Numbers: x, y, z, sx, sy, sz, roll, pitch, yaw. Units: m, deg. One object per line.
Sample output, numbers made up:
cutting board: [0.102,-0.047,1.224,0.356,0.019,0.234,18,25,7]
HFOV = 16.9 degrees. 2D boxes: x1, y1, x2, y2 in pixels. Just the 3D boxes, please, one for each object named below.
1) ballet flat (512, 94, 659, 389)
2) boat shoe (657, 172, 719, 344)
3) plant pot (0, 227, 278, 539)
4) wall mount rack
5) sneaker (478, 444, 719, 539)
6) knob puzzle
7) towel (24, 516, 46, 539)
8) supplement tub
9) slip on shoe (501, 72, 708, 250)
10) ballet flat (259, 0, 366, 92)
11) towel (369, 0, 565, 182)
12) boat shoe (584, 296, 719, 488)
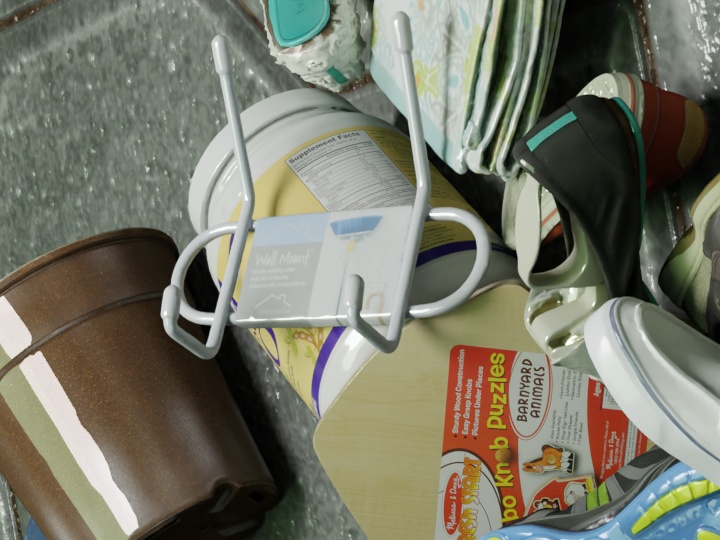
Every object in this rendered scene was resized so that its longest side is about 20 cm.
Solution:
ballet flat: [0.111,0.002,1.181,0.068,0.068,0.200,-125,15,-53]
boat shoe: [0.192,-0.013,1.127,0.066,0.072,0.201,52,164,13]
plant pot: [-0.166,0.108,1.661,0.198,0.200,0.200,57,142,19]
wall mount rack: [-0.027,-0.040,1.286,0.200,0.075,0.174,-3,63,30]
sneaker: [0.139,0.137,1.240,0.199,0.083,0.071,-29,88,35]
knob puzzle: [0.075,0.094,1.294,0.030,0.219,0.220,-70,-14,-68]
towel: [-0.206,0.195,1.866,0.112,0.048,0.200,60,144,28]
supplement tub: [0.000,0.000,1.390,0.200,0.145,0.146,49,137,40]
slip on shoe: [0.121,-0.051,1.263,0.200,0.061,0.074,142,137,-68]
ballet flat: [-0.032,-0.186,1.455,0.072,0.072,0.200,121,150,-47]
towel: [0.057,-0.159,1.319,0.200,0.048,0.171,-126,41,-59]
boat shoe: [0.196,0.073,1.127,0.200,0.074,0.065,39,125,-1]
